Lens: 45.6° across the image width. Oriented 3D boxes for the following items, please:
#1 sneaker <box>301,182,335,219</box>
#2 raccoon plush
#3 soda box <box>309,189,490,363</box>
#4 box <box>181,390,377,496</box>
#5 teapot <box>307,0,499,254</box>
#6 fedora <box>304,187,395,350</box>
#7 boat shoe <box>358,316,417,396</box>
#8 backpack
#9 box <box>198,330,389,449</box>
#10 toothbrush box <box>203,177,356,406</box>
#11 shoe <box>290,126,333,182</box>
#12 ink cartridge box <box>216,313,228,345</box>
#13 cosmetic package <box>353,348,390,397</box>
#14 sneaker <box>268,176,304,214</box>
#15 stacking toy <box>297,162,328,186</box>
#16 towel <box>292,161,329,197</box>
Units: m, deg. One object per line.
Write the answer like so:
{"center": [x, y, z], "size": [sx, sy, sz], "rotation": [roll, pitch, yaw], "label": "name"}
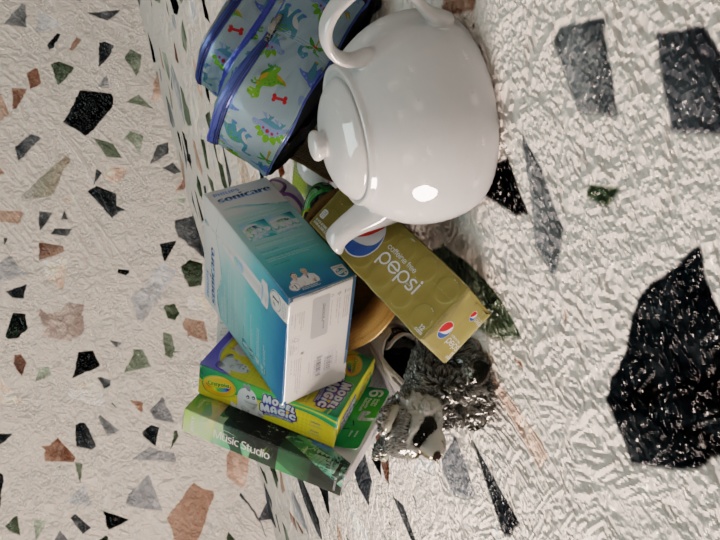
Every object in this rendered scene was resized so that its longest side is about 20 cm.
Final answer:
{"center": [-0.046, -0.017, 1.112], "size": [0.086, 0.076, 0.204], "rotation": [-97, 15, -61], "label": "sneaker"}
{"center": [0.049, 0.118, 0.887], "size": [0.200, 0.131, 0.099], "rotation": [-133, 31, -58], "label": "raccoon plush"}
{"center": [0.036, -0.004, 0.847], "size": [0.200, 0.068, 0.064], "rotation": [46, -178, 37], "label": "soda box"}
{"center": [-0.083, 0.167, 0.977], "size": [0.144, 0.196, 0.037], "rotation": [-48, -28, -60], "label": "box"}
{"center": [0.023, -0.129, 0.751], "size": [0.197, 0.143, 0.205], "rotation": [172, 84, -73], "label": "teapot"}
{"center": [0.000, 0.000, 0.992], "size": [0.198, 0.081, 0.206], "rotation": [-12, 74, 44], "label": "fedora"}
{"center": [0.043, 0.089, 1.019], "size": [0.201, 0.072, 0.066], "rotation": [55, 150, 29], "label": "boat shoe"}
{"center": [-0.093, -0.215, 0.907], "size": [0.203, 0.145, 0.183], "rotation": [-63, 7, -17], "label": "backpack"}
{"center": [-0.071, 0.124, 0.966], "size": [0.118, 0.196, 0.049], "rotation": [-52, -21, -54], "label": "box"}
{"center": [-0.095, 0.018, 0.934], "size": [0.200, 0.084, 0.149], "rotation": [45, 141, 39], "label": "toothbrush box"}
{"center": [-0.088, -0.178, 1.052], "size": [0.070, 0.198, 0.054], "rotation": [-41, 28, 34], "label": "shoe"}
{"center": [-0.130, 0.052, 1.205], "size": [0.199, 0.044, 0.181], "rotation": [27, -121, -62], "label": "ink cartridge box"}
{"center": [-0.044, 0.125, 1.074], "size": [0.199, 0.081, 0.113], "rotation": [41, 126, 1], "label": "cosmetic package"}
{"center": [-0.099, -0.044, 1.314], "size": [0.203, 0.074, 0.100], "rotation": [64, 173, -2], "label": "sneaker"}
{"center": [-0.087, -0.206, 1.120], "size": [0.203, 0.144, 0.146], "rotation": [66, 166, -17], "label": "stacking toy"}
{"center": [-0.079, -0.175, 1.264], "size": [0.145, 0.022, 0.203], "rotation": [-122, 24, -44], "label": "towel"}
